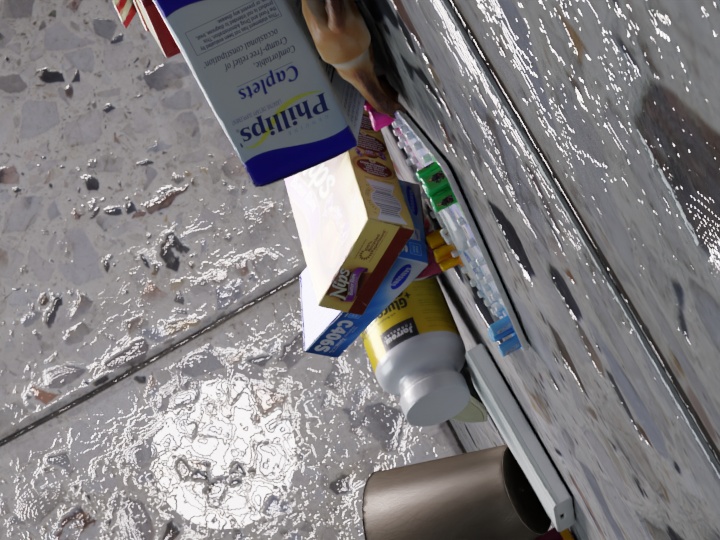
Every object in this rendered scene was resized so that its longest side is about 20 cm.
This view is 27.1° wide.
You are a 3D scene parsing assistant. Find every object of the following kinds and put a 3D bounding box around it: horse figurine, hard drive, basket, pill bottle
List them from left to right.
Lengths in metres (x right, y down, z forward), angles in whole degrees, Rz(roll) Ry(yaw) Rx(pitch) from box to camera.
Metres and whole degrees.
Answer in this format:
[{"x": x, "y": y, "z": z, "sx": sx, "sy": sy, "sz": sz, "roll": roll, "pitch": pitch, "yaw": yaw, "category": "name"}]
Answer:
[{"x": -0.018, "y": -0.203, "z": 1.196, "sx": 0.200, "sy": 0.049, "sz": 0.134, "roll": 59, "pitch": -170, "yaw": -76, "category": "horse figurine"}, {"x": 0.059, "y": 0.077, "z": 1.762, "sx": 0.112, "sy": 0.111, "sz": 0.202, "roll": 65, "pitch": -177, "yaw": -57, "category": "pill bottle"}, {"x": 0.120, "y": 0.295, "z": 1.812, "sx": 0.135, "sy": 0.198, "sz": 0.182, "roll": 29, "pitch": -137, "yaw": -47, "category": "basket"}, {"x": 0.182, "y": 0.192, "z": 1.702, "sx": 0.201, "sy": 0.026, "sz": 0.132, "roll": 60, "pitch": 177, "yaw": 24, "category": "hard drive"}]

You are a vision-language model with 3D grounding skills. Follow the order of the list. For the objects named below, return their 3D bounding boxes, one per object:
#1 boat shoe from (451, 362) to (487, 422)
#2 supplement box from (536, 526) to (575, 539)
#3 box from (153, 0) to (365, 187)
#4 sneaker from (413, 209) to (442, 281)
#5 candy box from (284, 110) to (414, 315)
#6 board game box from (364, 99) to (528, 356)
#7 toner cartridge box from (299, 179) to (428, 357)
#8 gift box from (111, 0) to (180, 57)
[{"x": 0.138, "y": 0.160, "z": 2.095, "sx": 0.200, "sy": 0.071, "sz": 0.068, "roll": 54, "pitch": -139, "yaw": -55, "category": "boat shoe"}, {"x": 0.190, "y": 0.406, "z": 1.863, "sx": 0.086, "sy": 0.198, "sz": 0.110, "roll": 59, "pitch": 177, "yaw": 17, "category": "supplement box"}, {"x": -0.082, "y": -0.206, "z": 1.303, "sx": 0.202, "sy": 0.104, "sz": 0.185, "roll": 62, "pitch": -164, "yaw": -22, "category": "box"}, {"x": 0.047, "y": -0.035, "z": 1.590, "sx": 0.074, "sy": 0.082, "sz": 0.200, "roll": 22, "pitch": -174, "yaw": -26, "category": "sneaker"}, {"x": -0.015, "y": -0.070, "z": 1.472, "sx": 0.056, "sy": 0.117, "sz": 0.201, "roll": 12, "pitch": -141, "yaw": -27, "category": "candy box"}, {"x": 0.072, "y": -0.045, "z": 1.330, "sx": 0.201, "sy": 0.026, "sz": 0.200, "roll": 63, "pitch": 178, "yaw": -31, "category": "board game box"}, {"x": 0.000, "y": 0.000, "z": 1.526, "sx": 0.200, "sy": 0.043, "sz": 0.096, "roll": -47, "pitch": 41, "yaw": 48, "category": "toner cartridge box"}, {"x": -0.194, "y": -0.346, "z": 1.669, "sx": 0.187, "sy": 0.182, "sz": 0.202, "roll": -124, "pitch": 16, "yaw": -60, "category": "gift box"}]
